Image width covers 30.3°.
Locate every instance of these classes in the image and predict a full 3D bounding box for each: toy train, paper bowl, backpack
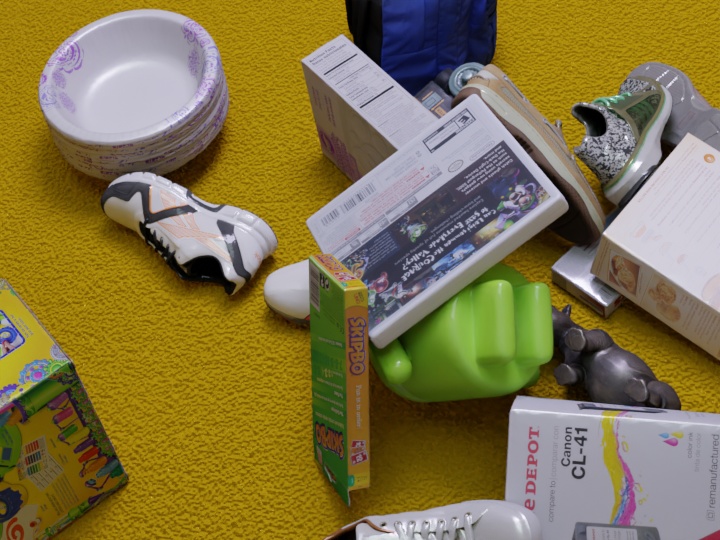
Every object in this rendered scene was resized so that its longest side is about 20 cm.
[{"bbox_3d":[0.127,-0.129,1.385,0.114,0.085,0.200,-40,60,-5],"label":"toy train"},{"bbox_3d":[-0.242,-0.180,1.452,0.199,0.105,0.202,-3,53,5],"label":"paper bowl"},{"bbox_3d":[0.062,-0.304,1.444,0.166,0.201,0.163,-18,52,-6],"label":"backpack"}]

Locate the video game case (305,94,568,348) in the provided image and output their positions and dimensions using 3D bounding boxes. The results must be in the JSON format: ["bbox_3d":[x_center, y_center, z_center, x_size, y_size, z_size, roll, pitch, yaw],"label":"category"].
[{"bbox_3d":[0.061,-0.048,1.168,0.199,0.023,0.182,-36,41,5],"label":"video game case"}]

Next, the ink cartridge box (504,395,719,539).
[{"bbox_3d":[0.218,0.187,1.089,0.198,0.086,0.149,3,90,9],"label":"ink cartridge box"}]

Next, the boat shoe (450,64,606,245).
[{"bbox_3d":[0.177,-0.116,1.285,0.071,0.200,0.076,-18,28,54],"label":"boat shoe"}]

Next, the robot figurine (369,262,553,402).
[{"bbox_3d":[0.085,0.057,1.186,0.174,0.199,0.117,1,81,-35],"label":"robot figurine"}]

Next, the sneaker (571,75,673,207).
[{"bbox_3d":[0.254,-0.151,1.325,0.088,0.077,0.201,36,36,-11],"label":"sneaker"}]

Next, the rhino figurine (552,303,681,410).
[{"bbox_3d":[0.211,0.084,1.213,0.200,0.087,0.060,44,108,33],"label":"rhino figurine"}]

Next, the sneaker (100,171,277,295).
[{"bbox_3d":[-0.187,-0.039,1.358,0.198,0.074,0.080,19,60,20],"label":"sneaker"}]

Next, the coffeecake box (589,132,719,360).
[{"bbox_3d":[0.344,-0.010,1.248,0.199,0.073,0.154,36,64,18],"label":"coffeecake box"}]

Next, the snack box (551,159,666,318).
[{"bbox_3d":[0.281,-0.039,1.326,0.200,0.024,0.072,-41,58,-21],"label":"snack box"}]

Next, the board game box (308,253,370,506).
[{"bbox_3d":[-0.019,0.095,1.154,0.030,0.202,0.096,-5,19,-20],"label":"board game box"}]

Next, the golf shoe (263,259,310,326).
[{"bbox_3d":[0.000,0.000,1.293,0.198,0.092,0.073,-6,54,4],"label":"golf shoe"}]

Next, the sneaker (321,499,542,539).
[{"bbox_3d":[0.049,0.229,1.069,0.199,0.084,0.074,-17,76,35],"label":"sneaker"}]

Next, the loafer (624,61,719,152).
[{"bbox_3d":[0.342,-0.149,1.381,0.072,0.063,0.200,-44,38,7],"label":"loafer"}]

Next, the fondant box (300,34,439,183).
[{"bbox_3d":[0.027,-0.125,1.349,0.058,0.145,0.200,-33,56,-15],"label":"fondant box"}]

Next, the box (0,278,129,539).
[{"bbox_3d":[-0.331,0.152,1.153,0.192,0.201,0.122,-35,56,-19],"label":"box"}]
